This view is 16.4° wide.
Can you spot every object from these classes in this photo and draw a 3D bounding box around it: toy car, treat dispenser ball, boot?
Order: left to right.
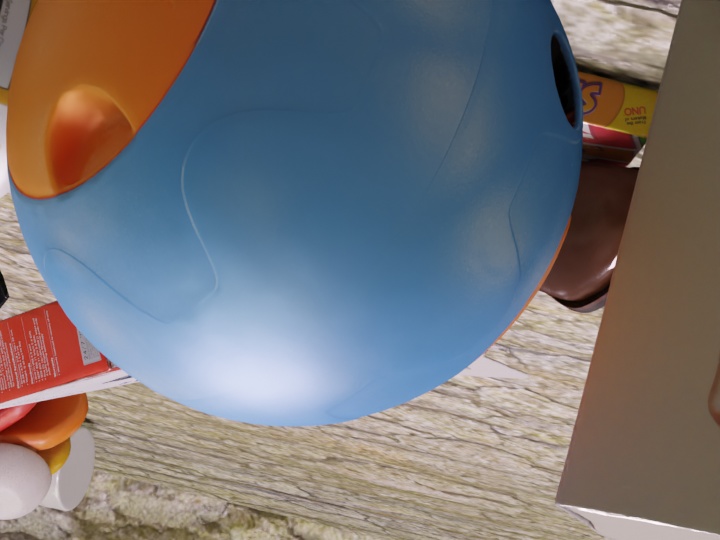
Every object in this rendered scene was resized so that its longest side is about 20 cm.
[{"bbox_3d":[-0.335,0.108,2.187,0.200,0.175,0.150,18,133,-18],"label":"toy car"},{"bbox_3d":[-0.023,-0.046,0.867,0.201,0.201,0.201,14,169,3],"label":"treat dispenser ball"},{"bbox_3d":[0.012,-0.045,1.076,0.200,0.064,0.186,22,167,-21],"label":"boot"}]

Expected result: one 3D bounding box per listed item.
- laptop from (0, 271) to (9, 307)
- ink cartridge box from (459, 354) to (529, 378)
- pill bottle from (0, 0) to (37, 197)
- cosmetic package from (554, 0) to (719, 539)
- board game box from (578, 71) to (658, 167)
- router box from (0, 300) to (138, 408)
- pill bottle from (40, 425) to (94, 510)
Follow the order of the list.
[{"bbox_3d":[-0.295,-0.048,1.442,0.200,0.103,0.177,17,168,-11],"label":"laptop"},{"bbox_3d":[0.000,0.000,1.401,0.200,0.068,0.115,24,165,-39],"label":"ink cartridge box"},{"bbox_3d":[-0.198,-0.096,1.076,0.200,0.109,0.109,19,168,-19],"label":"pill bottle"},{"bbox_3d":[0.151,0.010,0.923,0.087,0.200,0.103,9,168,30],"label":"cosmetic package"},{"bbox_3d":[0.025,-0.082,1.088,0.200,0.030,0.096,17,169,0],"label":"board game box"},{"bbox_3d":[-0.123,0.036,1.506,0.200,0.049,0.179,-10,175,-40],"label":"router box"},{"bbox_3d":[-0.403,0.200,2.760,0.200,0.113,0.113,10,168,18],"label":"pill bottle"}]
